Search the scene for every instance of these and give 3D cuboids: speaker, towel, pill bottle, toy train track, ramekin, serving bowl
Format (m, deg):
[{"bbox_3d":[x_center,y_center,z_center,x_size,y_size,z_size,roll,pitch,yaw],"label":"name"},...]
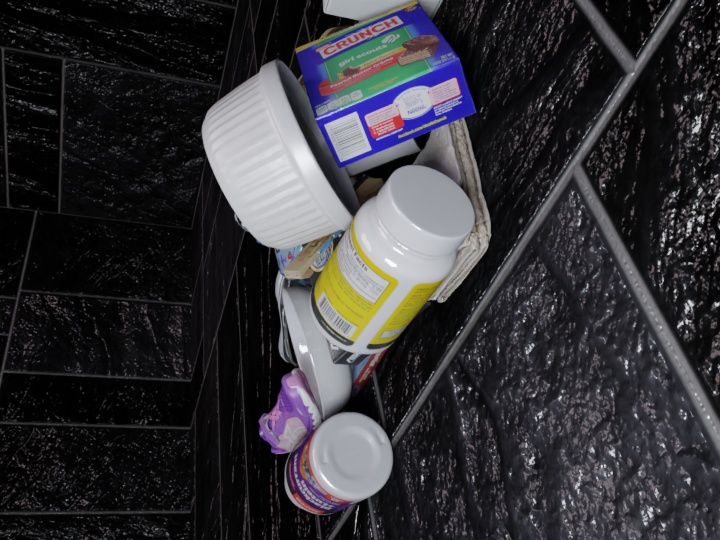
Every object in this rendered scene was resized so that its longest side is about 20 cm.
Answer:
[{"bbox_3d":[-0.025,-0.159,0.950,0.081,0.200,0.081,-19,-90,-73],"label":"speaker"},{"bbox_3d":[0.093,-0.075,0.834,0.133,0.034,0.200,121,149,-49],"label":"towel"},{"bbox_3d":[0.031,-0.008,0.767,0.200,0.114,0.114,124,147,-44],"label":"pill bottle"},{"bbox_3d":[-0.025,-0.046,0.869,0.200,0.115,0.033,-51,-48,-41],"label":"toy train track"},{"bbox_3d":[-0.088,-0.119,0.806,0.200,0.105,0.200,61,-171,-17],"label":"ramekin"},{"bbox_3d":[-0.041,0.272,0.999,0.200,0.111,0.112,127,144,-57],"label":"pill bottle"},{"bbox_3d":[-0.055,0.114,1.062,0.200,0.066,0.200,165,90,-79],"label":"serving bowl"}]

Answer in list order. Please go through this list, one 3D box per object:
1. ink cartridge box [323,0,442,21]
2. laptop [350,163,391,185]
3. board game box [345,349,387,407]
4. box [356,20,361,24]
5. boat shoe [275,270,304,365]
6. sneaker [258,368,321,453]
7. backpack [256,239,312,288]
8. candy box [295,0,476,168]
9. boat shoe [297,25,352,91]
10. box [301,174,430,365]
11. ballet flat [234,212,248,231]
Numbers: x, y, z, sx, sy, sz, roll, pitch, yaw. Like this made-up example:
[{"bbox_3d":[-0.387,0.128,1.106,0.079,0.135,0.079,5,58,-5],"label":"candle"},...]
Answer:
[{"bbox_3d":[0.025,-0.429,0.972,0.084,0.146,0.200,123,148,-56],"label":"ink cartridge box"},{"bbox_3d":[0.002,-0.116,1.081,0.200,0.116,0.188,-12,-87,-81],"label":"laptop"},{"bbox_3d":[0.000,0.110,1.074,0.200,0.019,0.103,118,149,-48],"label":"board game box"},{"bbox_3d":[0.027,-0.314,1.080,0.193,0.047,0.200,114,154,-52],"label":"box"},{"bbox_3d":[-0.114,0.081,1.363,0.071,0.072,0.200,21,115,61],"label":"boat shoe"},{"bbox_3d":[-0.106,0.217,1.067,0.200,0.088,0.081,93,159,-55],"label":"sneaker"},{"bbox_3d":[-0.104,-0.070,1.258,0.183,0.134,0.200,157,116,-68],"label":"backpack"},{"bbox_3d":[0.023,-0.226,0.859,0.200,0.169,0.077,-106,-7,-52],"label":"candy box"},{"bbox_3d":[-0.058,-0.284,1.106,0.065,0.073,0.200,-1,71,70],"label":"boat shoe"},{"bbox_3d":[0.000,0.000,0.960,0.160,0.044,0.200,-43,51,37],"label":"box"},{"bbox_3d":[-0.127,-0.078,1.106,0.200,0.074,0.074,6,90,51],"label":"ballet flat"}]
